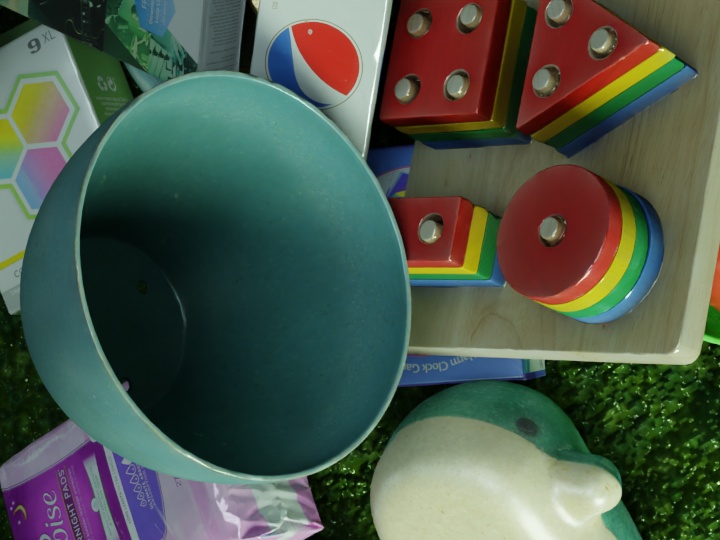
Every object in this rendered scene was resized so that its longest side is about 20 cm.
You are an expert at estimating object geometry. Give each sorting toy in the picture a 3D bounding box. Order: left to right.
[{"bbox_3d":[0.089,-0.061,1.188,0.198,0.069,0.201,0,74,43],"label":"sorting toy"}]

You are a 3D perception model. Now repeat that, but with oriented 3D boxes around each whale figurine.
[{"bbox_3d":[0.105,0.137,1.265,0.199,0.104,0.159,31,139,-2],"label":"whale figurine"}]

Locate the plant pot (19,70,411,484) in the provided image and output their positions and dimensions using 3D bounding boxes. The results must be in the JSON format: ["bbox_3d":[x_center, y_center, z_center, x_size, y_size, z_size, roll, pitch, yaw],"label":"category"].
[{"bbox_3d":[-0.093,0.015,1.164,0.134,0.199,0.202,-18,84,49],"label":"plant pot"}]

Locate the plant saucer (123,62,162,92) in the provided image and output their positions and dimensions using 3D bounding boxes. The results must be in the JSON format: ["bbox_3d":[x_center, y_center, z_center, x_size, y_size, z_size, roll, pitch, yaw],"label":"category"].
[{"bbox_3d":[-0.078,-0.169,1.330,0.199,0.027,0.202,6,101,34],"label":"plant saucer"}]

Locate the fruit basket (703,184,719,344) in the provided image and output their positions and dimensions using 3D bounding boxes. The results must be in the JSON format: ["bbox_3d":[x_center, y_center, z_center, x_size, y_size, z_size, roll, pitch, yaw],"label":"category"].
[{"bbox_3d":[0.249,-0.038,1.189,0.214,0.155,0.217,-7,77,34],"label":"fruit basket"}]

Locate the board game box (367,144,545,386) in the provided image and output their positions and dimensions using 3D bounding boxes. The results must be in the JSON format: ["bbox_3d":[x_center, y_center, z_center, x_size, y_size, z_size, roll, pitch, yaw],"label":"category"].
[{"bbox_3d":[0.000,0.000,1.322,0.199,0.045,0.136,-4,89,20],"label":"board game box"}]

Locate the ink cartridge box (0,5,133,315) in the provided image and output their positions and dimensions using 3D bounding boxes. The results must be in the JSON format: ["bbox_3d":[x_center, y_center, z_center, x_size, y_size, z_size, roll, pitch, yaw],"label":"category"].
[{"bbox_3d":[-0.190,-0.085,1.380,0.103,0.059,0.201,-25,82,23],"label":"ink cartridge box"}]

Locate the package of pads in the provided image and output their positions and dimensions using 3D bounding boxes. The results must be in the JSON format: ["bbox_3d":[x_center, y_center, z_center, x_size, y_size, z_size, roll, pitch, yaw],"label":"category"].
[{"bbox_3d":[-0.116,0.125,1.308,0.200,0.075,0.121,-32,68,41],"label":"package of pads"}]

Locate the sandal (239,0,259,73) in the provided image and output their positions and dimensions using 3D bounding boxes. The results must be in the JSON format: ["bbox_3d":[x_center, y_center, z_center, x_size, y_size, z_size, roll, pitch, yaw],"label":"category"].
[{"bbox_3d":[-0.057,-0.139,1.272,0.080,0.054,0.201,32,114,26],"label":"sandal"}]

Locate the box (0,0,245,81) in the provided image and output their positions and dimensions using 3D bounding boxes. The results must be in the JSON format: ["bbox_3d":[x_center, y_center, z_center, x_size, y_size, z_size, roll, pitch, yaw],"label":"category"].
[{"bbox_3d":[-0.137,-0.195,1.276,0.199,0.036,0.145,27,119,40],"label":"box"}]

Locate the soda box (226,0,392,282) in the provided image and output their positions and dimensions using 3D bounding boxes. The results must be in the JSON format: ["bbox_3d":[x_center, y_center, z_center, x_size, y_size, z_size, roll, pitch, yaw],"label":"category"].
[{"bbox_3d":[-0.025,-0.091,1.225,0.068,0.064,0.201,9,120,0],"label":"soda box"}]
